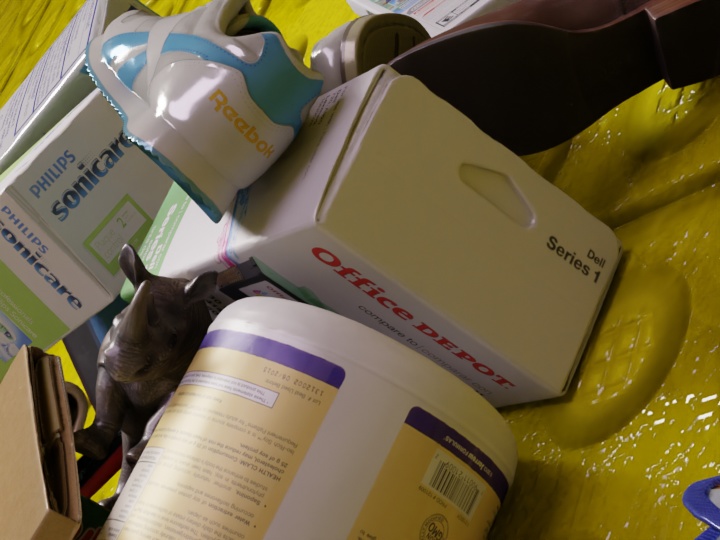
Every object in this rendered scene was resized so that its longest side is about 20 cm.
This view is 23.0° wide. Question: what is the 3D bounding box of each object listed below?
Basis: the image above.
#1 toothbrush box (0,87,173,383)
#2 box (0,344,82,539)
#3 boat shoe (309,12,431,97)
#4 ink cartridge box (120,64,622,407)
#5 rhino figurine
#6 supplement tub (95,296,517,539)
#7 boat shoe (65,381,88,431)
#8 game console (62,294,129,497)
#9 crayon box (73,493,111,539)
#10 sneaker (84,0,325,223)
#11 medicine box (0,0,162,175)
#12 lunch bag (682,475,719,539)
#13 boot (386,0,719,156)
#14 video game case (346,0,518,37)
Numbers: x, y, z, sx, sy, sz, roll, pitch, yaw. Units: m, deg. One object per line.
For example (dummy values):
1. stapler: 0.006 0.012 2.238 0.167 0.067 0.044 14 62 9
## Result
1. toothbrush box: -0.186 -0.015 1.015 0.200 0.086 0.146 -35 14 42
2. box: -0.181 0.149 0.775 0.201 0.021 0.164 -58 23 12
3. boat shoe: 0.010 -0.082 0.887 0.068 0.200 0.075 -1 85 20
4. ink cartridge box: 0.000 0.000 0.824 0.200 0.145 0.084 -18 42 57
5. rhino figurine: -0.093 0.050 0.803 0.200 0.060 0.088 93 -160 -63
6. supplement tub: -0.037 0.128 0.723 0.145 0.145 0.201 -6 53 63
7. boat shoe: -0.223 0.136 0.958 0.200 0.071 0.064 -54 16 -17
8. game console: -0.132 0.023 1.048 0.200 0.119 0.172 -46 -1 27
9. crayon box: -0.121 0.215 0.789 0.051 0.127 0.201 4 65 56
10. sneaker: -0.071 -0.086 0.814 0.081 0.077 0.200 -45 27 1
11. medicine box: -0.155 -0.055 1.180 0.200 0.182 0.103 -45 25 27
12. lunch bag: 0.132 0.124 0.416 0.200 0.124 0.170 -45 20 -9
13. boot: 0.084 -0.134 0.865 0.185 0.065 0.200 -11 31 -2
14. video game case: 0.074 -0.186 1.044 0.143 0.018 0.200 -37 22 -2
